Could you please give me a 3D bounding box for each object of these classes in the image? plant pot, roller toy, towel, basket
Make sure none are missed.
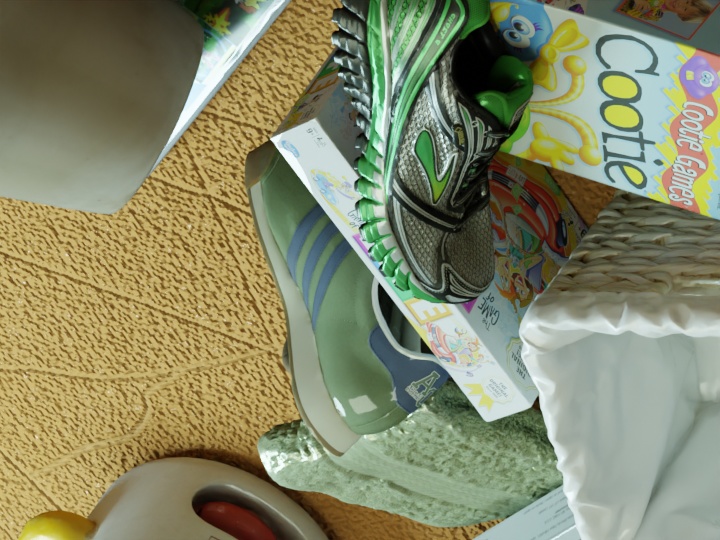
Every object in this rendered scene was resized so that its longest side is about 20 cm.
[{"bbox_3d":[-0.187,-0.117,1.555,0.173,0.200,0.200,26,137,-16],"label":"plant pot"},{"bbox_3d":[-0.112,0.224,1.849,0.182,0.140,0.200,-4,124,30],"label":"roller toy"},{"bbox_3d":[0.053,0.111,1.674,0.148,0.037,0.200,-20,152,36],"label":"towel"},{"bbox_3d":[0.215,0.058,1.519,0.198,0.161,0.200,2,128,27],"label":"basket"}]

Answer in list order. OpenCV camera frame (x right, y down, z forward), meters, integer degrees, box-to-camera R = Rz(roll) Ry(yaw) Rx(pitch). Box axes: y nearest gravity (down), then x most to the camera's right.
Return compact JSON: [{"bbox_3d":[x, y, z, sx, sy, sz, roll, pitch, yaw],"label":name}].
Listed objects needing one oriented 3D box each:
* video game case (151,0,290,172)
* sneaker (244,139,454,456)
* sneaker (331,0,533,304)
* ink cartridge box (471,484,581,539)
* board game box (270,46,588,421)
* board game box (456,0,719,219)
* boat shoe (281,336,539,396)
[{"bbox_3d":[-0.146,-0.165,1.623,0.182,0.022,0.200,38,134,-5],"label":"video game case"},{"bbox_3d":[0.000,0.000,1.596,0.090,0.200,0.067,-27,146,20],"label":"sneaker"},{"bbox_3d":[0.043,-0.064,1.420,0.085,0.078,0.200,7,131,23],"label":"sneaker"},{"bbox_3d":[0.157,0.195,1.714,0.173,0.044,0.200,31,138,-22],"label":"ink cartridge box"},{"bbox_3d":[0.047,-0.037,1.548,0.034,0.135,0.200,-21,116,39],"label":"board game box"},{"bbox_3d":[0.113,-0.120,1.463,0.200,0.105,0.103,18,134,15],"label":"board game box"},{"bbox_3d":[0.055,0.054,1.677,0.200,0.072,0.076,0,142,34],"label":"boat shoe"}]
